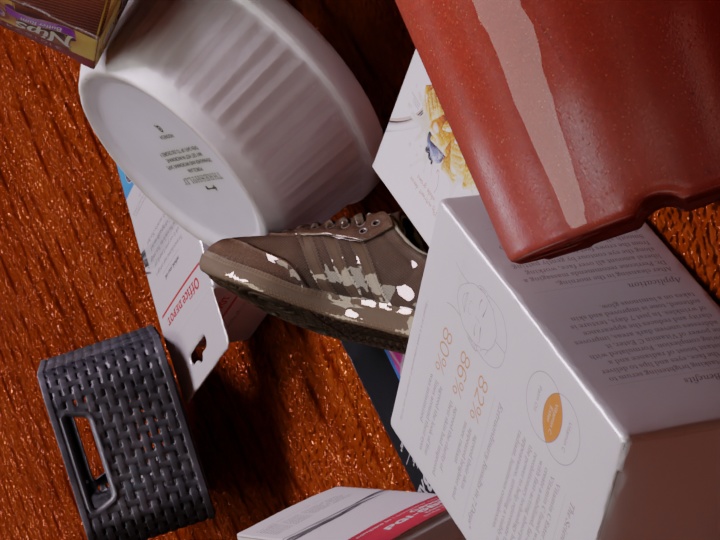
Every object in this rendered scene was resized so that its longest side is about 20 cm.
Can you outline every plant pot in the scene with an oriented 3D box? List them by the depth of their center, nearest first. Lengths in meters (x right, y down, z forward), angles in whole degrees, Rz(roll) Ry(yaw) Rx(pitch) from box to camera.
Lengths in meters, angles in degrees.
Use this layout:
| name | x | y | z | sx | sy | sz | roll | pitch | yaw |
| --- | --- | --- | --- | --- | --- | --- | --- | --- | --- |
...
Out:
| name | x | y | z | sx | sy | sz | roll | pitch | yaw |
| --- | --- | --- | --- | --- | --- | --- | --- | --- | --- |
| plant pot | 0.107 | -0.117 | 1.095 | 0.201 | 0.200 | 0.196 | -24 | 83 | 63 |

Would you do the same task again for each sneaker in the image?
| name | x | y | z | sx | sy | sz | roll | pitch | yaw |
| --- | --- | --- | --- | --- | --- | --- | --- | --- | --- |
| sneaker | 0.000 | 0.000 | 1.408 | 0.199 | 0.070 | 0.076 | 16 | 77 | 29 |

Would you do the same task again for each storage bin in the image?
| name | x | y | z | sx | sy | sz | roll | pitch | yaw |
| --- | --- | --- | --- | --- | --- | --- | --- | --- | --- |
| storage bin | -0.171 | 0.121 | 1.746 | 0.200 | 0.093 | 0.136 | -167 | 59 | -84 |

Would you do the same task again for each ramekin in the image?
| name | x | y | z | sx | sy | sz | roll | pitch | yaw |
| --- | --- | --- | --- | --- | --- | --- | --- | --- | --- |
| ramekin | -0.087 | -0.095 | 1.481 | 0.202 | 0.094 | 0.203 | 37 | 158 | 17 |

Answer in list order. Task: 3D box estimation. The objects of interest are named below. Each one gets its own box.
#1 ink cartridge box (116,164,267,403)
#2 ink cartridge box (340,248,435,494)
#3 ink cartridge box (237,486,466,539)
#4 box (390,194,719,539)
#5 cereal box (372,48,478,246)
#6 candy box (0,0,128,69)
| name | x | y | z | sx | sy | sz | roll | pitch | yaw |
| --- | --- | --- | --- | --- | --- | --- | --- | --- | --- |
| ink cartridge box | -0.106 | -0.022 | 1.680 | 0.116 | 0.067 | 0.201 | 129 | 128 | -59 |
| ink cartridge box | 0.046 | 0.077 | 1.436 | 0.200 | 0.037 | 0.095 | 60 | 147 | 35 |
| ink cartridge box | 0.021 | 0.211 | 1.430 | 0.200 | 0.083 | 0.148 | -5 | 109 | 64 |
| box | 0.113 | 0.074 | 1.209 | 0.200 | 0.106 | 0.153 | 55 | 143 | 44 |
| cereal box | 0.078 | -0.093 | 1.295 | 0.144 | 0.039 | 0.201 | 56 | 137 | 41 |
| candy box | -0.168 | -0.235 | 1.427 | 0.056 | 0.116 | 0.201 | 121 | 172 | -73 |
